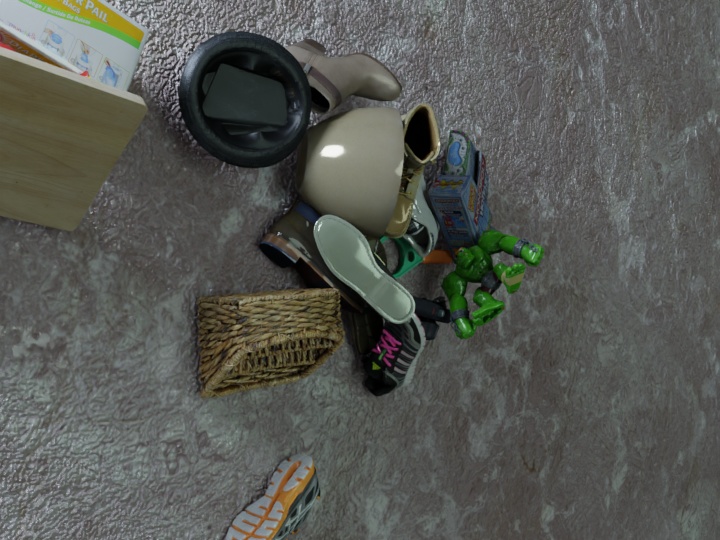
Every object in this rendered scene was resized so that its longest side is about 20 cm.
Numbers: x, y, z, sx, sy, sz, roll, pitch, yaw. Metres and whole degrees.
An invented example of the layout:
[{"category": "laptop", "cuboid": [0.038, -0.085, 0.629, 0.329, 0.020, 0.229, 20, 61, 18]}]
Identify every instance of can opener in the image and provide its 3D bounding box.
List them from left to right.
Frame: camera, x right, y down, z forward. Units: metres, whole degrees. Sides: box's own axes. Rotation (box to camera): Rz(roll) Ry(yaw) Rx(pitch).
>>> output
[{"category": "can opener", "cuboid": [0.105, 0.069, 1.502, 0.200, 0.063, 0.079, 31, 62, -60]}]

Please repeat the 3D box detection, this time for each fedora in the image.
[{"category": "fedora", "cuboid": [-0.171, -0.239, 1.233, 0.199, 0.091, 0.202, -6, 102, -30]}]

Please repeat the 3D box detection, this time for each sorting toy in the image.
[{"category": "sorting toy", "cuboid": [-0.380, -0.158, 0.988, 0.199, 0.199, 0.070, 14, 35, -43]}]

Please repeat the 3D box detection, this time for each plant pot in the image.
[{"category": "plant pot", "cuboid": [-0.026, -0.157, 1.337, 0.133, 0.200, 0.202, 6, 85, -15]}]

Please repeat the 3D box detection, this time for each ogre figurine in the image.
[{"category": "ogre figurine", "cuboid": [0.212, 0.011, 1.504, 0.098, 0.120, 0.201, 3, 124, -39]}]

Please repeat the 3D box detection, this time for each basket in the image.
[{"category": "basket", "cuboid": [-0.120, 0.105, 1.255, 0.199, 0.142, 0.150, -3, 91, -44]}]

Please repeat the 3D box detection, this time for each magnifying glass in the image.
[{"category": "magnifying glass", "cuboid": [0.092, -0.025, 1.546, 0.199, 0.022, 0.080, -1, 89, -45]}]

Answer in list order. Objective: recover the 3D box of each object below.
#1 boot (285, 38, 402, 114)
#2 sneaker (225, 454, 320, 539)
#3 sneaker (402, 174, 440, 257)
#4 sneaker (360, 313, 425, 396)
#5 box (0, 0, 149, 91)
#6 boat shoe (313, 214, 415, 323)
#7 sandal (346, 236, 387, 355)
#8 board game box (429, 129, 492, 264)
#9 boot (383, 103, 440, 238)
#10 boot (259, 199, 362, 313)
[{"category": "boot", "cuboid": [-0.037, -0.282, 1.332, 0.199, 0.070, 0.147, 23, 39, -6]}, {"category": "sneaker", "cuboid": [-0.122, 0.371, 1.302, 0.200, 0.078, 0.078, -47, 129, -32]}, {"category": "sneaker", "cuboid": [0.076, -0.117, 1.475, 0.201, 0.076, 0.081, 56, 30, -23]}, {"category": "sneaker", "cuboid": [0.048, 0.137, 1.427, 0.087, 0.074, 0.201, -31, 147, -31]}, {"category": "box", "cuboid": [-0.373, -0.284, 1.033, 0.199, 0.112, 0.102, 30, 68, -39]}, {"category": "boat shoe", "cuboid": [0.000, 0.000, 1.325, 0.072, 0.061, 0.201, -42, 95, -5]}, {"category": "sandal", "cuboid": [0.001, 0.040, 1.442, 0.081, 0.054, 0.202, -21, 119, -36]}, {"category": "board game box", "cuboid": [0.184, -0.137, 1.550, 0.200, 0.061, 0.202, 45, 52, -61]}, {"category": "boot", "cuboid": [0.072, -0.152, 1.363, 0.072, 0.155, 0.202, 10, 89, -11]}, {"category": "boot", "cuboid": [-0.054, -0.020, 1.352, 0.200, 0.075, 0.097, 40, 65, -24]}]
